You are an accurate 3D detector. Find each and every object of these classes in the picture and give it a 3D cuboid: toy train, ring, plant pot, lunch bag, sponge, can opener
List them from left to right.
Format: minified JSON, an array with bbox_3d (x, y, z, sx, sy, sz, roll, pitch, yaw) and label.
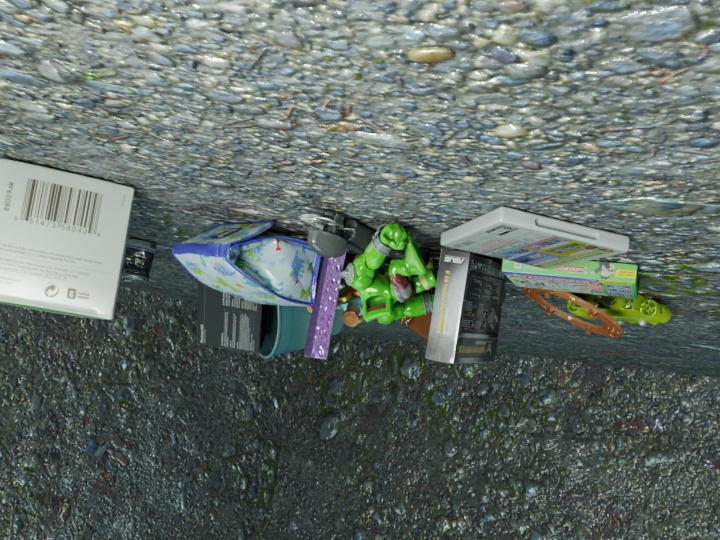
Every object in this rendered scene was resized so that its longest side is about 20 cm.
[{"bbox_3d":[-0.189,-0.015,1.230,0.167,0.132,0.197,1,172,45],"label":"lunch bag"},{"bbox_3d":[-0.140,0.088,1.681,0.183,0.207,0.199,-2,178,-29],"label":"plant pot"},{"bbox_3d":[-0.057,0.045,1.226,0.029,0.206,0.111,12,171,-9],"label":"sponge"},{"bbox_3d":[-0.054,0.035,1.343,0.195,0.056,0.152,19,136,3],"label":"toy train"},{"bbox_3d":[-0.024,-0.040,1.088,0.052,0.069,0.199,5,170,29],"label":"can opener"},{"bbox_3d":[0.126,0.008,1.247,0.076,0.065,0.200,9,172,18],"label":"can opener"},{"bbox_3d":[0.380,0.075,1.343,0.197,0.020,0.201,30,173,4],"label":"ring"}]

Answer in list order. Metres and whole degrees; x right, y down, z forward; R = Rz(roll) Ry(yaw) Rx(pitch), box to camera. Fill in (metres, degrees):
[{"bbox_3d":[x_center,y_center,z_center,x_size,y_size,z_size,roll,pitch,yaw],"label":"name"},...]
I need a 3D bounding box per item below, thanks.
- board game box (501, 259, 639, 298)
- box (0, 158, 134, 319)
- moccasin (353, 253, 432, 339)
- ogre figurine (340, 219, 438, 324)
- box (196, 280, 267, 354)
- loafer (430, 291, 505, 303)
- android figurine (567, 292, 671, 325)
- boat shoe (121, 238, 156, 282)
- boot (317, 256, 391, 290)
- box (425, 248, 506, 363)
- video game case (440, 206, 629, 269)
[{"bbox_3d":[0.329,0.009,1.153,0.195,0.030,0.134,6,172,24],"label":"board game box"},{"bbox_3d":[-0.461,-0.038,1.133,0.194,0.206,0.171,11,174,-20],"label":"box"},{"bbox_3d":[0.063,0.039,1.236,0.202,0.074,0.077,51,-154,23],"label":"moccasin"},{"bbox_3d":[0.050,0.016,1.101,0.118,0.100,0.200,-25,156,14],"label":"ogre figurine"},{"bbox_3d":[-0.265,0.059,1.548,0.137,0.205,0.079,8,-154,0],"label":"box"},{"bbox_3d":[0.173,0.050,1.382,0.194,0.078,0.068,2,173,-13],"label":"loafer"},{"bbox_3d":[0.474,0.070,1.353,0.197,0.042,0.179,20,167,-41],"label":"android figurine"},{"bbox_3d":[-0.565,-0.030,1.682,0.194,0.094,0.071,8,172,9],"label":"boat shoe"},{"bbox_3d":[0.000,0.000,1.379,0.194,0.076,0.096,8,159,-10],"label":"boot"},{"bbox_3d":[0.168,0.060,1.144,0.047,0.164,0.199,9,179,28],"label":"box"},{"bbox_3d":[0.222,-0.039,0.979,0.177,0.023,0.200,12,171,-14],"label":"video game case"}]
